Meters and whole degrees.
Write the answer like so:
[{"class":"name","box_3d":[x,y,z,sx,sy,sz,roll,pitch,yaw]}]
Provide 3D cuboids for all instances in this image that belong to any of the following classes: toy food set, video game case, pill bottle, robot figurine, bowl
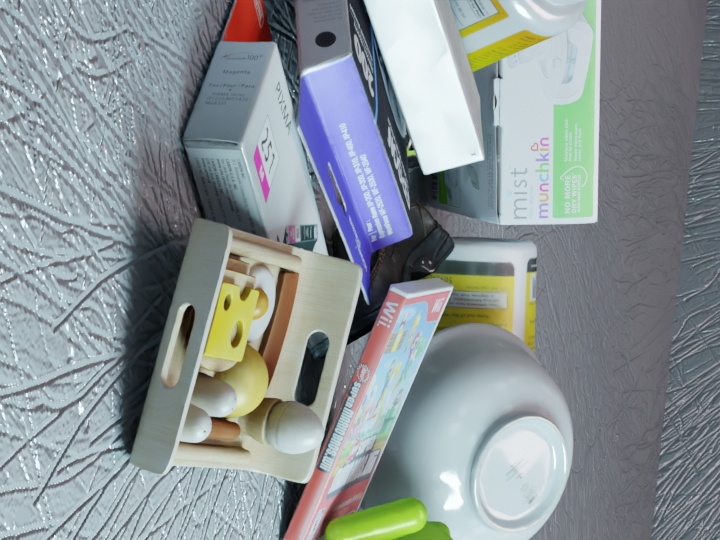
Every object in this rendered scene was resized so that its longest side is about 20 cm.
[{"class":"toy food set","box_3d":[-0.060,0.053,1.333,0.200,0.060,0.145,17,88,-68]},{"class":"video game case","box_3d":[0.007,0.102,1.621,0.201,0.017,0.143,-67,167,8]},{"class":"pill bottle","box_3d":[0.091,-0.209,1.649,0.109,0.199,0.110,19,63,-41]},{"class":"robot figurine","box_3d":[0.016,0.252,1.628,0.200,0.115,0.177,-48,131,-66]},{"class":"bowl","box_3d":[0.101,0.150,1.784,0.200,0.090,0.203,-9,107,-32]},{"class":"pill bottle","box_3d":[0.090,0.074,1.889,0.114,0.113,0.202,-9,101,-75]}]

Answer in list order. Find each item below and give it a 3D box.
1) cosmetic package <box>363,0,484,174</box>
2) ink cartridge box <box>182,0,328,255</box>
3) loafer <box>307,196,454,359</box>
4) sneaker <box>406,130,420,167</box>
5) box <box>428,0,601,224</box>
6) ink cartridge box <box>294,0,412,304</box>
[{"class":"cosmetic package","box_3d":[0.036,-0.173,1.561,0.083,0.050,0.201,-92,165,-55]},{"class":"ink cartridge box","box_3d":[-0.055,-0.072,1.454,0.201,0.043,0.174,77,23,-46]},{"class":"loafer","box_3d":[0.000,0.000,1.658,0.073,0.073,0.200,55,30,-8]},{"class":"sneaker","box_3d":[0.048,-0.115,1.761,0.200,0.082,0.072,-10,102,-75]},{"class":"box","box_3d":[0.126,-0.146,1.894,0.176,0.096,0.202,-163,-107,-71]},{"class":"ink cartridge box","box_3d":[-0.004,-0.114,1.542,0.199,0.043,0.201,68,16,-51]}]
